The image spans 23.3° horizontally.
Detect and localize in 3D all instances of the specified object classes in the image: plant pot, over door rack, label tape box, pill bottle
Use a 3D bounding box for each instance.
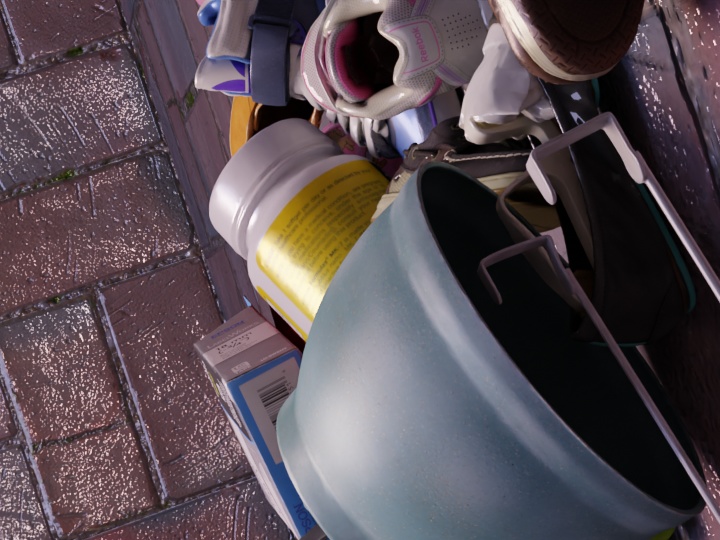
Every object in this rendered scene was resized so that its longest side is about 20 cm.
[{"bbox_3d":[0.046,0.068,0.813,0.200,0.134,0.201,44,-161,-19],"label":"plant pot"},{"bbox_3d":[0.138,0.034,0.652,0.200,0.066,0.148,48,166,11],"label":"over door rack"},{"bbox_3d":[-0.066,0.112,1.328,0.145,0.063,0.200,66,170,-15],"label":"label tape box"},{"bbox_3d":[0.000,0.000,1.104,0.200,0.114,0.115,44,158,26],"label":"pill bottle"}]

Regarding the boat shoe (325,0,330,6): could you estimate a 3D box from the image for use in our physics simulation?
[{"bbox_3d":[0.000,-0.198,1.061,0.202,0.069,0.066,66,-170,4],"label":"boat shoe"}]

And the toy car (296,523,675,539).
[{"bbox_3d":[0.053,0.136,0.966,0.165,0.198,0.159,95,154,-68],"label":"toy car"}]

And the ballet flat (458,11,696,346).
[{"bbox_3d":[0.088,-0.058,0.800,0.068,0.068,0.202,104,147,-72],"label":"ballet flat"}]

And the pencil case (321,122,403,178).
[{"bbox_3d":[-0.011,-0.061,1.282,0.200,0.086,0.084,157,114,-82],"label":"pencil case"}]

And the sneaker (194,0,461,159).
[{"bbox_3d":[-0.028,-0.115,1.105,0.081,0.145,0.201,89,160,-61],"label":"sneaker"}]

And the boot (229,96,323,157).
[{"bbox_3d":[-0.066,-0.105,1.282,0.145,0.070,0.202,-74,8,-49],"label":"boot"}]

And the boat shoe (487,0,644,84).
[{"bbox_3d":[0.064,-0.165,0.720,0.075,0.074,0.204,134,129,-64],"label":"boat shoe"}]

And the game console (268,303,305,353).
[{"bbox_3d":[0.003,0.028,1.299,0.200,0.118,0.174,-174,67,-79],"label":"game console"}]

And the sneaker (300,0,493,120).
[{"bbox_3d":[0.008,-0.122,0.941,0.200,0.088,0.082,-13,97,63],"label":"sneaker"}]

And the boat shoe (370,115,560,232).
[{"bbox_3d":[0.060,-0.054,0.957,0.201,0.071,0.067,168,114,-70],"label":"boat shoe"}]

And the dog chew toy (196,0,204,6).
[{"bbox_3d":[-0.114,-0.275,1.395,0.200,0.124,0.125,73,174,-63],"label":"dog chew toy"}]
